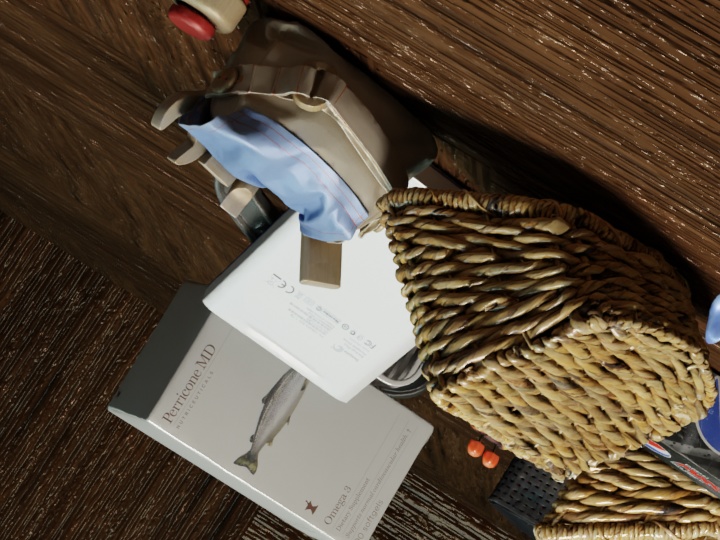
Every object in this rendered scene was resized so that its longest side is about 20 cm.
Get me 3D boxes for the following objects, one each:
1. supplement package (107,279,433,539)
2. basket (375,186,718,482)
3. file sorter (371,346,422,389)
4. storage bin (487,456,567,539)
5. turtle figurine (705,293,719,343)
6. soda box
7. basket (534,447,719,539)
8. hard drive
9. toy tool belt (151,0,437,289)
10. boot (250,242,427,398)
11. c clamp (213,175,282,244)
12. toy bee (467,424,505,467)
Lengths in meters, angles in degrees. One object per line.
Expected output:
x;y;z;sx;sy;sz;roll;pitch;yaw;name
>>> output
-0.068;0.110;1.651;0.199;0.117;0.117;34;171;-19;supplement package
0.122;0.015;1.331;0.200;0.142;0.150;35;-146;-53;basket
-0.003;0.012;1.683;0.138;0.125;0.200;33;171;-7;file sorter
0.244;0.254;2.227;0.199;0.094;0.135;26;169;33;storage bin
0.269;0.104;1.147;0.194;0.144;0.200;36;176;-42;turtle figurine
0.248;0.115;1.540;0.199;0.064;0.071;33;171;-3;soda box
0.234;0.192;1.684;0.142;0.149;0.200;30;170;16;basket
0.000;0.000;1.511;0.132;0.025;0.200;36;129;-16;hard drive
-0.059;-0.086;1.345;0.200;0.123;0.125;37;170;-24;toy tool belt
-0.015;0.040;2.029;0.210;0.080;0.158;33;171;2;boot
0.003;-0.037;1.519;0.170;0.027;0.200;-25;125;29;c clamp
0.111;0.104;1.834;0.131;0.109;0.200;35;171;-2;toy bee
